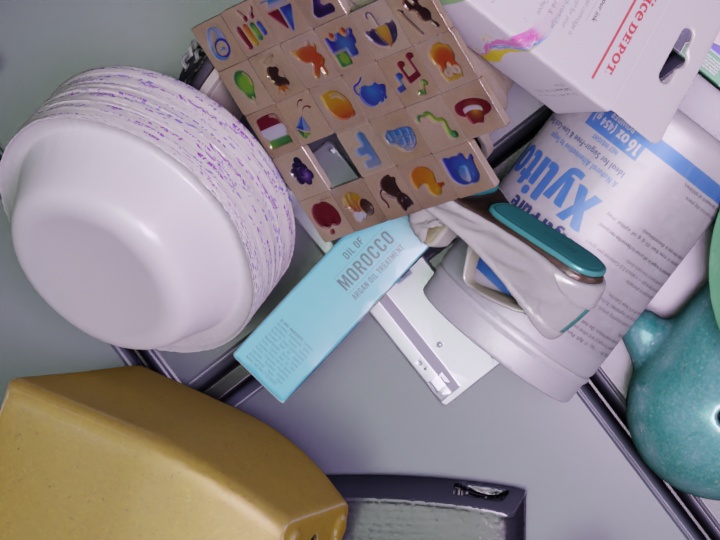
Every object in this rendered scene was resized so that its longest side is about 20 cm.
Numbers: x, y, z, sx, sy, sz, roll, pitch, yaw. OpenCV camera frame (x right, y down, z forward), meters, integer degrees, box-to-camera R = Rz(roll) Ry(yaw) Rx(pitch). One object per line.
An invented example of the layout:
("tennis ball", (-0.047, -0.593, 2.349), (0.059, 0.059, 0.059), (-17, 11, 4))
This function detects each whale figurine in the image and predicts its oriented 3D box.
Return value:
("whale figurine", (0.253, 0.057, 1.324), (0.158, 0.104, 0.201), (17, 96, 6))

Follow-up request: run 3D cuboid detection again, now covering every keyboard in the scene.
("keyboard", (0.019, 0.002, 1.399), (0.056, 0.011, 0.200), (-39, 89, 3))

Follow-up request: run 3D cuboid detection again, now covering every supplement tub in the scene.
("supplement tub", (0.150, -0.027, 1.318), (0.132, 0.132, 0.200), (37, 96, 3))

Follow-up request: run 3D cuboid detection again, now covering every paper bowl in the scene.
("paper bowl", (-0.152, -0.028, 1.318), (0.200, 0.104, 0.201), (20, 139, 18))

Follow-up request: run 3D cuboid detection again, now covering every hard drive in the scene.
("hard drive", (0.017, 0.215, 1.395), (0.199, 0.042, 0.136), (1, 94, 7))

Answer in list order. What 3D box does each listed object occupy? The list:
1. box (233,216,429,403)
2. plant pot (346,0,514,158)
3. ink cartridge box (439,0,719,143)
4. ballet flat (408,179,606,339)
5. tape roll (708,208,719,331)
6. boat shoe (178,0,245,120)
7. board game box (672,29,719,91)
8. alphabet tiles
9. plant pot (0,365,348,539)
("box", (0.000, 0.000, 1.354), (0.049, 0.082, 0.200), (43, 93, 0))
("plant pot", (0.063, -0.207, 1.299), (0.200, 0.200, 0.184), (39, 87, 3))
("ink cartridge box", (0.120, -0.174, 1.201), (0.200, 0.067, 0.117), (35, 78, -23))
("ballet flat", (0.071, -0.028, 1.254), (0.200, 0.069, 0.070), (43, 99, 30))
("tape roll", (0.312, -0.007, 1.220), (0.200, 0.048, 0.201), (-12, 71, 40))
("boat shoe", (-0.110, -0.126, 1.345), (0.063, 0.073, 0.200), (51, 131, 17))
("board game box", (0.300, -0.166, 1.342), (0.200, 0.029, 0.135), (40, 97, 3))
("alphabet tiles", (-0.002, -0.108, 1.216), (0.200, 0.008, 0.168), (-17, 110, 47))
("plant pot", (-0.124, 0.186, 1.313), (0.199, 0.194, 0.196), (15, 95, 20))
